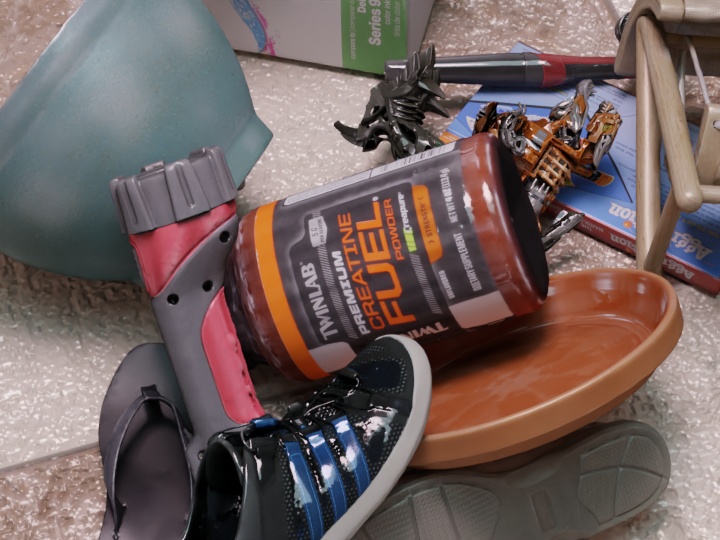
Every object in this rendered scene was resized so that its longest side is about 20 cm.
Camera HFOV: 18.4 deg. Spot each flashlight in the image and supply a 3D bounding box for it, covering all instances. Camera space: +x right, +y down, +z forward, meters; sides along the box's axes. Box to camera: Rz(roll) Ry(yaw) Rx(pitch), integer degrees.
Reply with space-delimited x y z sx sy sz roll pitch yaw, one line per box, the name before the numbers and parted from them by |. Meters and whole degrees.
flashlight | -0.075 0.036 1.202 0.067 0.201 0.068 -13 10 40

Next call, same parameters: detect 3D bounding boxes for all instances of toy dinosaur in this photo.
toy dinosaur | 0.057 -0.056 1.326 0.199 0.102 0.136 -33 84 -22

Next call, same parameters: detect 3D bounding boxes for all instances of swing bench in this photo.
swing bench | 0.262 -0.080 1.298 0.197 0.130 0.201 4 57 -5

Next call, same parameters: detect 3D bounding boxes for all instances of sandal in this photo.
sandal | -0.113 0.122 1.227 0.075 0.043 0.201 1 53 2

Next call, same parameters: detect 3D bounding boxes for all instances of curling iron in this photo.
curling iron | 0.113 -0.137 1.402 0.198 0.026 0.050 -8 90 -1

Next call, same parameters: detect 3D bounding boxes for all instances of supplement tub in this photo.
supplement tub | 0.000 0.000 1.260 0.199 0.107 0.107 -18 52 14

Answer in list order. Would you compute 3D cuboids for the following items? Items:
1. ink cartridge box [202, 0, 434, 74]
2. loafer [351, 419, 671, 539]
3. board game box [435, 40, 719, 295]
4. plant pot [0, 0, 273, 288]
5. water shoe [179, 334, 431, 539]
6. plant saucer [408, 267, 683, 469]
ink cartridge box | -0.048 -0.219 1.455 0.199 0.088 0.146 10 54 10
loafer | 0.071 0.128 1.210 0.199 0.072 0.063 -16 13 -18
board game box | 0.157 -0.066 1.379 0.199 0.020 0.103 28 57 20
plant pot | -0.136 -0.072 1.299 0.134 0.200 0.201 38 58 -6
water shoe | -0.034 0.100 1.115 0.071 0.079 0.201 -3 47 52
plant saucer | 0.083 0.056 1.220 0.199 0.032 0.200 -21 17 6
